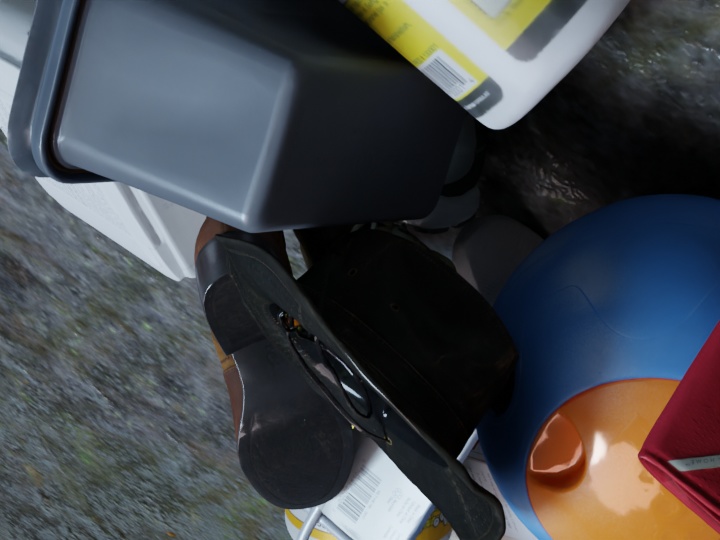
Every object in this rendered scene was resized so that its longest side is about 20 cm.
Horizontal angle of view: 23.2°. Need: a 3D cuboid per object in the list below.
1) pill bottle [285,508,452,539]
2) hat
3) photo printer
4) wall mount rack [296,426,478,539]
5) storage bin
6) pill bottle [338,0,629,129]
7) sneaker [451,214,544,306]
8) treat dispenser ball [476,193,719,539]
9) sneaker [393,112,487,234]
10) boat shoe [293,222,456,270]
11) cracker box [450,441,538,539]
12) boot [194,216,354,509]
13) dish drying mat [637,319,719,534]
[{"bbox_3d":[0.009,0.126,1.142,0.113,0.113,0.200,16,109,33],"label":"pill bottle"},{"bbox_3d":[0.021,0.037,0.839,0.201,0.081,0.201,47,168,13],"label":"hat"},{"bbox_3d":[-0.172,-0.093,1.113,0.200,0.069,0.166,29,153,48],"label":"photo printer"},{"bbox_3d":[0.055,0.128,1.016,0.174,0.200,0.075,37,-163,25],"label":"wall mount rack"},{"bbox_3d":[-0.041,-0.090,0.839,0.134,0.200,0.146,26,107,29],"label":"storage bin"},{"bbox_3d":[0.023,-0.167,0.785,0.200,0.114,0.114,40,151,-7],"label":"pill bottle"},{"bbox_3d":[0.094,0.046,1.066,0.088,0.075,0.200,5,140,46],"label":"sneaker"},{"bbox_3d":[0.157,0.061,0.887,0.201,0.201,0.201,27,150,17],"label":"treat dispenser ball"},{"bbox_3d":[-0.017,-0.095,0.987,0.200,0.074,0.079,23,119,15],"label":"sneaker"},{"bbox_3d":[0.000,0.000,1.001,0.063,0.073,0.200,34,-176,-20],"label":"boat shoe"},{"bbox_3d":[0.084,0.146,1.239,0.200,0.058,0.134,15,145,35],"label":"cracker box"},{"bbox_3d":[-0.059,0.017,1.028,0.068,0.200,0.188,-21,123,6],"label":"boot"},{"bbox_3d":[0.203,0.028,0.790,0.077,0.200,0.018,40,161,-7],"label":"dish drying mat"}]
